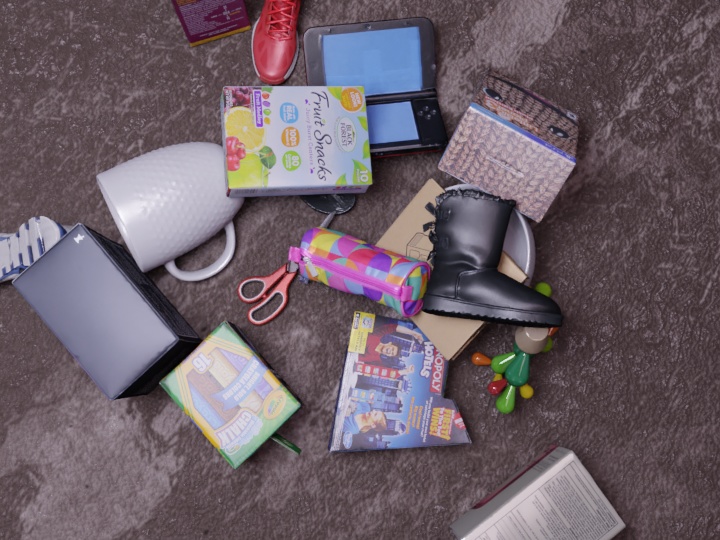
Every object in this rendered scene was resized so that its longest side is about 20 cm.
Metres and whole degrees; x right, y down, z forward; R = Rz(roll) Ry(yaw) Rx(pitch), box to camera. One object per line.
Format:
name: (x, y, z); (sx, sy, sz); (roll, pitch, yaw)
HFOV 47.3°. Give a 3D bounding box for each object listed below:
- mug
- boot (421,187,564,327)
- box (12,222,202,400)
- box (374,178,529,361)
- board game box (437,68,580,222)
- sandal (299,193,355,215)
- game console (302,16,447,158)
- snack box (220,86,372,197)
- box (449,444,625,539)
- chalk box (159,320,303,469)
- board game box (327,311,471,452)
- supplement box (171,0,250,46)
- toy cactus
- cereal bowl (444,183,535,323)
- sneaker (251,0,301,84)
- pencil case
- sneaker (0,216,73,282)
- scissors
mug: (-0.252, -0.079, 1.172); (0.174, 0.147, 0.202); (-27, 115, -17)
boot: (0.173, -0.016, 1.067); (0.195, 0.073, 0.165); (7, 81, 18)
box: (-0.333, 0.061, 1.113); (0.123, 0.198, 0.200); (-41, 86, -6)
box: (0.113, -0.001, 1.151); (0.164, 0.021, 0.200); (-49, 66, 17)
board game box: (0.214, -0.182, 1.159); (0.158, 0.201, 0.098); (28, 122, 0)
sandal: (-0.085, -0.163, 1.225); (0.075, 0.048, 0.201); (-41, 88, -5)
game console: (0.021, -0.264, 1.200); (0.197, 0.120, 0.174); (-6, 50, -3)
snack box: (-0.089, -0.178, 1.133); (0.197, 0.053, 0.145); (-3, 82, -13)
box: (0.243, 0.357, 1.150); (0.199, 0.109, 0.129); (-36, 86, -6)
chalk box: (-0.160, 0.188, 1.144); (0.124, 0.125, 0.200); (-41, 85, -6)
board game box: (0.067, 0.178, 1.187); (0.197, 0.062, 0.203); (12, 82, -3)
supplement box: (-0.229, -0.428, 1.173); (0.102, 0.200, 0.133); (-17, 85, -4)
toy cactus: (0.228, 0.095, 1.155); (0.101, 0.165, 0.201); (30, 76, 11)
cereal bowl: (0.162, -0.019, 1.184); (0.198, 0.083, 0.203); (-2, 85, 30)
sneaker: (-0.123, -0.387, 1.215); (0.077, 0.116, 0.203); (5, 83, -2)
pencil case: (0.000, 0.000, 1.156); (0.198, 0.088, 0.089); (17, 82, 29)
sneaker: (-0.464, -0.021, 1.179); (0.197, 0.115, 0.082); (-11, 81, 26)
scissors: (-0.096, -0.001, 1.218); (0.199, 0.014, 0.073); (-38, 83, -3)
